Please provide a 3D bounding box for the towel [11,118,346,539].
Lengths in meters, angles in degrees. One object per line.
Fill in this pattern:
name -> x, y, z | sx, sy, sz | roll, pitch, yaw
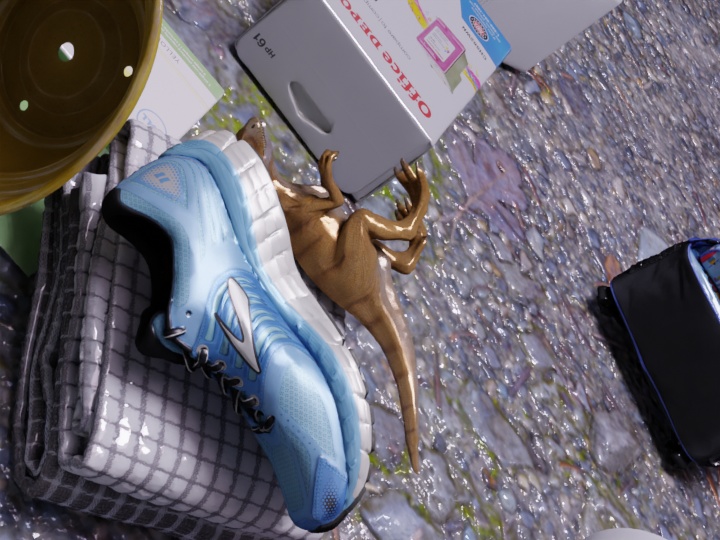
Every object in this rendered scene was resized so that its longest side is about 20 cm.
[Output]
towel -> -0.094, 0.040, 0.797 | 0.165, 0.085, 0.201 | 24, 53, -37

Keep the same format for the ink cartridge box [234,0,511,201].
ink cartridge box -> 0.015, -0.163, 1.106 | 0.145, 0.084, 0.200 | 51, 35, -9

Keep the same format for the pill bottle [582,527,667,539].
pill bottle -> 0.147, 0.253, 0.903 | 0.114, 0.113, 0.200 | 49, 35, -11

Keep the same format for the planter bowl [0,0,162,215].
planter bowl -> -0.168, -0.119, 0.761 | 0.202, 0.199, 0.083 | 67, 17, 15

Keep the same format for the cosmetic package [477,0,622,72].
cosmetic package -> 0.097, -0.305, 1.291 | 0.199, 0.123, 0.201 | 15, 51, -43

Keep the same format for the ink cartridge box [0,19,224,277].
ink cartridge box -> -0.174, -0.107, 0.858 | 0.146, 0.048, 0.200 | 50, 32, -11

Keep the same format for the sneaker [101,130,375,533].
sneaker -> -0.065, 0.037, 0.726 | 0.089, 0.078, 0.201 | -22, 81, -31

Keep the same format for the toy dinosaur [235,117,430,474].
toy dinosaur -> 0.000, 0.000, 0.824 | 0.106, 0.060, 0.201 | -38, 94, -23

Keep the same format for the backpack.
backpack -> 0.315, 0.060, 1.257 | 0.199, 0.134, 0.184 | -1, 65, -55
